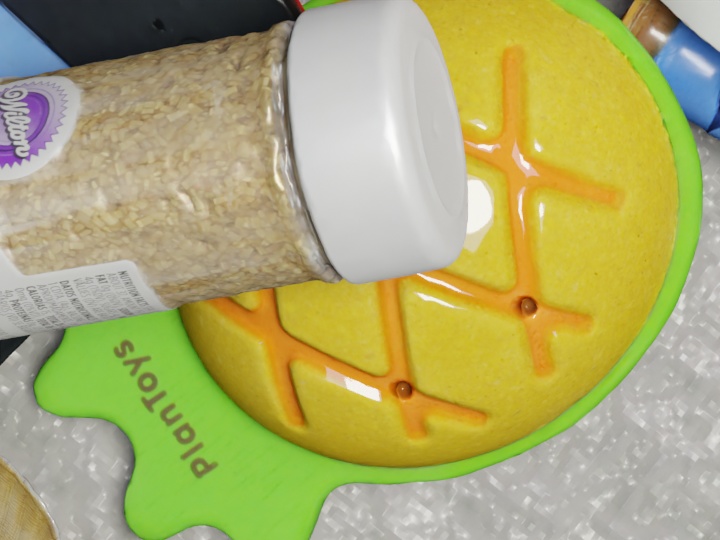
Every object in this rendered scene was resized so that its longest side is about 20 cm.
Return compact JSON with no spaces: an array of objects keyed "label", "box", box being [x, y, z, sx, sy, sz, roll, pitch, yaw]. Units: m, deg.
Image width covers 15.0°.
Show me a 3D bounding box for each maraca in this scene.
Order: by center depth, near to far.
[{"label":"maraca","box":[0.000,0.000,0.757,0.200,0.107,0.137,-35,89,16]}]

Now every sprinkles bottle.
[{"label":"sprinkles bottle","box":[-0.076,-0.017,0.684,0.200,0.068,0.068,-10,92,14]}]

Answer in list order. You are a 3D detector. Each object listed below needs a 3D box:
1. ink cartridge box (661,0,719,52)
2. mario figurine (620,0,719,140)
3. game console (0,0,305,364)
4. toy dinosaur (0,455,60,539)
[{"label":"ink cartridge box","box":[0.116,-0.130,0.705,0.200,0.050,0.162,23,121,7]},{"label":"mario figurine","box":[0.163,-0.023,0.806,0.200,0.106,0.123,40,121,3]},{"label":"game console","box":[-0.138,-0.058,0.730,0.177,0.031,0.200,44,110,-5]},{"label":"toy dinosaur","box":[-0.112,0.082,0.743,0.200,0.101,0.058,34,41,23]}]
